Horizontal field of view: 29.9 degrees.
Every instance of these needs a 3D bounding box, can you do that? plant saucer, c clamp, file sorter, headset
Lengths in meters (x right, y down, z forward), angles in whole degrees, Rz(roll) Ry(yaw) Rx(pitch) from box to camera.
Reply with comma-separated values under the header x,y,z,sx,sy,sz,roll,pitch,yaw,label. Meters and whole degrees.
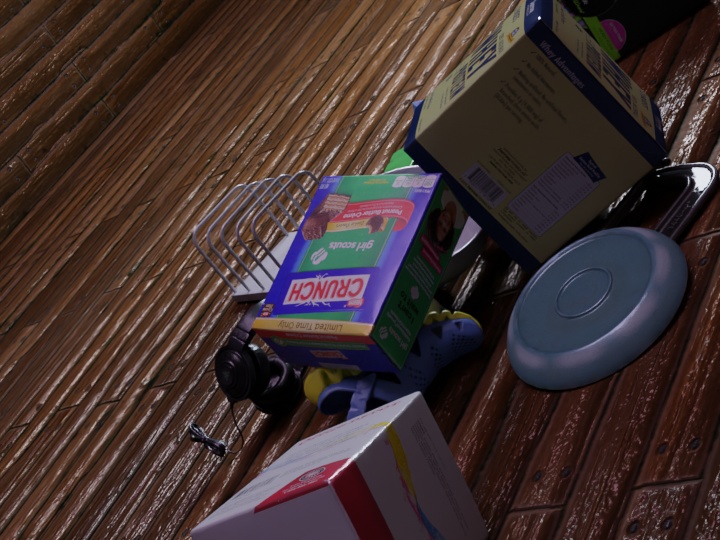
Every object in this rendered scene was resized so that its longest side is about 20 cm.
x,y,z,sx,sy,sz,roll,pitch,yaw,label
0.221,0.028,1.308,0.199,0.027,0.201,-31,30,20,plant saucer
0.290,-0.059,1.418,0.170,0.027,0.200,-3,39,48,c clamp
-0.125,-0.051,1.904,0.139,0.125,0.199,-49,21,-25,file sorter
-0.131,0.122,1.585,0.093,0.123,0.202,24,87,38,headset

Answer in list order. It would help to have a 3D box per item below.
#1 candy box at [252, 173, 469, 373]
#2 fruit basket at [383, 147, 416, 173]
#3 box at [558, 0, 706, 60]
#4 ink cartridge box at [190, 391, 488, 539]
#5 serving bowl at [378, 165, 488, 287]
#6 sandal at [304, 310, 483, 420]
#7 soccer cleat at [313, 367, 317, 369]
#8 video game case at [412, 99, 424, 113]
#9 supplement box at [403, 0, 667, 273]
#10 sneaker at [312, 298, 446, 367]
x,y,z,sx,sy,sz,roll,pitch,yaw,label
0.000,0.000,1.406,0.168,0.077,0.202,1,58,40,candy box
0.123,-0.113,1.733,0.198,0.095,0.186,-7,35,26,fruit basket
0.338,-0.382,1.807,0.199,0.149,0.125,-32,21,14,box
-0.010,0.215,1.100,0.144,0.146,0.200,-25,4,28,ink cartridge box
0.058,-0.035,1.543,0.197,0.066,0.201,-12,37,9,serving bowl
0.043,0.114,1.411,0.198,0.080,0.088,-30,55,6,sandal
0.022,0.044,1.566,0.200,0.070,0.086,-45,22,-18,soccer cleat
0.178,-0.184,1.690,0.179,0.046,0.200,-13,25,-10,video game case
0.187,-0.150,1.441,0.200,0.200,0.135,-42,14,24,supplement box
0.009,0.074,1.488,0.199,0.088,0.076,-19,52,40,sneaker
